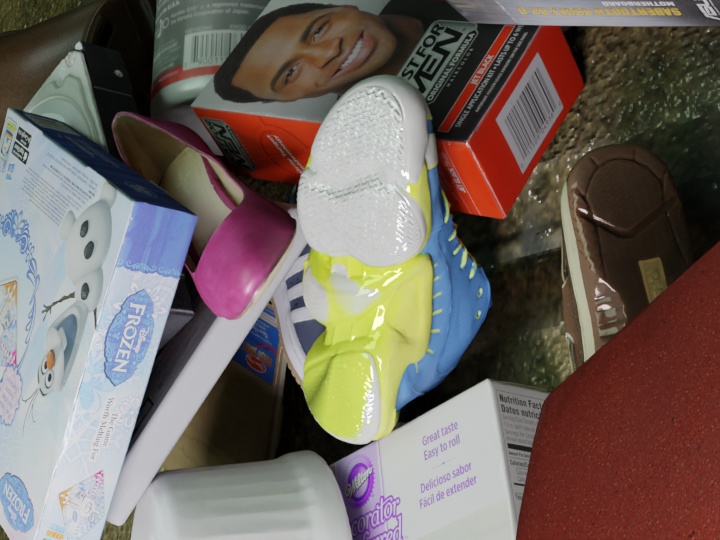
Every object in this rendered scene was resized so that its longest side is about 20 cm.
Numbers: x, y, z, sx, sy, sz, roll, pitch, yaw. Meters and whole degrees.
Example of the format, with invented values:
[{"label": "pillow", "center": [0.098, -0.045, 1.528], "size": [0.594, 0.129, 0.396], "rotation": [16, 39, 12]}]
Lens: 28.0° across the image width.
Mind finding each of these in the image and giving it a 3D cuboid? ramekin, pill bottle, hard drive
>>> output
[{"label": "ramekin", "center": [-0.072, 0.202, 0.802], "size": [0.200, 0.097, 0.202], "rotation": [-178, 90, -73]}, {"label": "pill bottle", "center": [-0.083, -0.190, 0.987], "size": [0.114, 0.113, 0.202], "rotation": [-21, 62, 48]}, {"label": "hard drive", "center": [-0.177, -0.022, 0.900], "size": [0.140, 0.038, 0.201], "rotation": [-41, 56, 36]}]

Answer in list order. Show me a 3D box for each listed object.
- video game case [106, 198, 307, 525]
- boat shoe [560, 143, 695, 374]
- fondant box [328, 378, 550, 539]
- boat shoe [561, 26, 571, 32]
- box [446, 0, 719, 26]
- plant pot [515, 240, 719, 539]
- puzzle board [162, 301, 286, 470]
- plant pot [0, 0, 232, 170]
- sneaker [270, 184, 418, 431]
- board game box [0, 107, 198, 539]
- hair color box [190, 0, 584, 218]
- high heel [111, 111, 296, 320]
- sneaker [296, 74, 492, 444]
[{"label": "video game case", "center": [-0.109, 0.043, 0.873], "size": [0.201, 0.023, 0.182], "rotation": [-57, 18, -4]}, {"label": "boat shoe", "center": [0.133, 0.047, 0.677], "size": [0.075, 0.074, 0.204], "rotation": [108, 158, -76]}, {"label": "fondant box", "center": [0.052, 0.176, 0.735], "size": [0.144, 0.058, 0.201], "rotation": [-34, 52, 43]}, {"label": "boat shoe", "center": [0.046, -0.162, 0.850], "size": [0.199, 0.060, 0.075], "rotation": [7, 82, 53]}, {"label": "box", "center": [0.132, -0.221, 0.713], "size": [0.157, 0.048, 0.202], "rotation": [6, 77, 37]}, {"label": "plant pot", "center": [0.166, 0.098, 0.508], "size": [0.200, 0.199, 0.177], "rotation": [-47, 34, 33]}, {"label": "puzzle board", "center": [-0.100, 0.077, 0.981], "size": [0.200, 0.017, 0.152], "rotation": [24, 108, 56]}, {"label": "plant pot", "center": [-0.201, -0.105, 1.065], "size": [0.197, 0.199, 0.202], "rotation": [-16, 66, 42]}, {"label": "sneaker", "center": [0.000, 0.000, 0.852], "size": [0.109, 0.070, 0.201], "rotation": [-58, 37, 26]}, {"label": "board game box", "center": [-0.176, 0.030, 0.815], "size": [0.200, 0.043, 0.200], "rotation": [33, 107, 53]}, {"label": "hair color box", "center": [0.012, -0.097, 0.804], "size": [0.199, 0.061, 0.102], "rotation": [11, 57, 39]}, {"label": "high heel", "center": [-0.091, -0.038, 0.774], "size": [0.067, 0.096, 0.200], "rotation": [-51, 18, 12]}, {"label": "sneaker", "center": [0.022, -0.012, 0.748], "size": [0.075, 0.105, 0.201], "rotation": [30, 124, 32]}]
